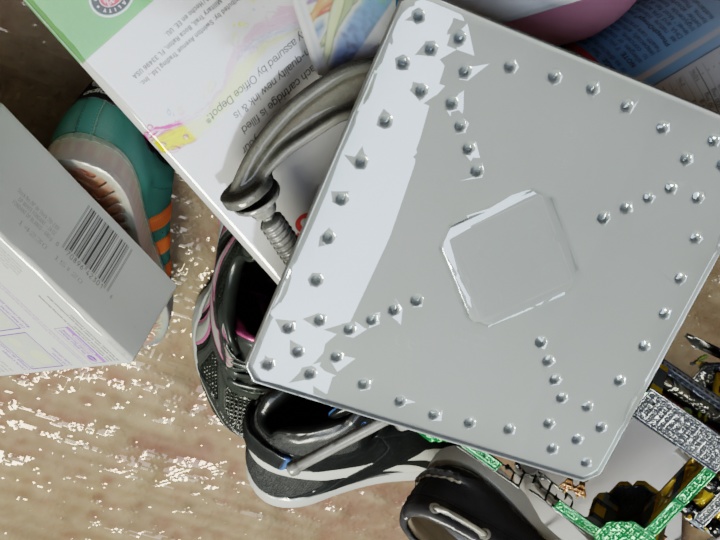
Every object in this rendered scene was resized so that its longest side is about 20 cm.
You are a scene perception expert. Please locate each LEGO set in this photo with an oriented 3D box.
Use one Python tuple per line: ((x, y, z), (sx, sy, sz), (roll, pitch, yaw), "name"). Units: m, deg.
((0.135, 0.062, 0.809), (0.199, 0.116, 0.155), (28, 124, 5), "LEGO set")

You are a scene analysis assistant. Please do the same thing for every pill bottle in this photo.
((0.157, -0.089, 0.746), (0.199, 0.109, 0.109), (-31, 125, -6), "pill bottle")

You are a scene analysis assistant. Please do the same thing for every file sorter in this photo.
((0.199, 0.211, 0.958), (0.138, 0.124, 0.201), (-24, 129, -21), "file sorter")

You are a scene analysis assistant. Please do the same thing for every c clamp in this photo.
((0.000, 0.000, 0.697), (0.170, 0.027, 0.201), (-25, 119, 4), "c clamp")

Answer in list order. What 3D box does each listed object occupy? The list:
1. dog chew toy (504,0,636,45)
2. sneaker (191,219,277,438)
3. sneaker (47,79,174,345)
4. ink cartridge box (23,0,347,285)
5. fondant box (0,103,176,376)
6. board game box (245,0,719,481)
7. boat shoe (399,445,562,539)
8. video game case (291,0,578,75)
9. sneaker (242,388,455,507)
((0.082, -0.215, 0.681), (0.123, 0.125, 0.202), (-8, 118, 1), "dog chew toy")
((-0.067, 0.033, 0.859), (0.079, 0.087, 0.201), (1, 126, -3), "sneaker")
((-0.137, -0.031, 0.822), (0.071, 0.080, 0.201), (12, 147, 5), "sneaker")
((-0.052, -0.116, 0.715), (0.145, 0.084, 0.200), (-41, 109, 2), "ink cartridge box")
((-0.220, -0.007, 0.779), (0.199, 0.059, 0.144), (-9, 133, 41), "fondant box")
((0.069, -0.010, 0.676), (0.198, 0.026, 0.201), (18, 109, -18), "board game box")
((0.109, 0.192, 0.848), (0.200, 0.060, 0.074), (43, 139, 0), "boat shoe")
((0.035, -0.206, 0.620), (0.181, 0.022, 0.202), (-14, 108, 14), "video game case")
((0.024, 0.084, 0.872), (0.198, 0.073, 0.112), (-19, 152, -13), "sneaker")
